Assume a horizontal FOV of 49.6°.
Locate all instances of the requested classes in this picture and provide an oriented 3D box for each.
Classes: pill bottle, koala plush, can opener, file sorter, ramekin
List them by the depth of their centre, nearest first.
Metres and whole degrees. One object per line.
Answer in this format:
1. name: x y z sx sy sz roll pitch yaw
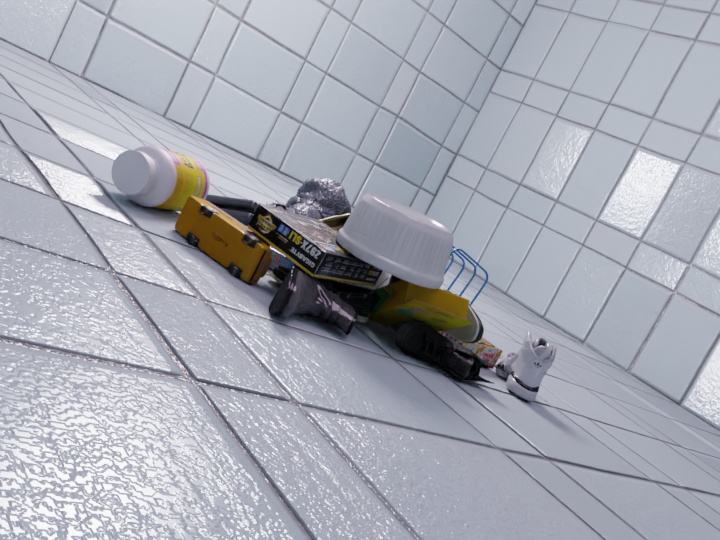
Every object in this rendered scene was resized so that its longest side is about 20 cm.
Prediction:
1. ramekin: 0.065 -0.056 1.308 0.200 0.095 0.202 24 10 -5
2. pill bottle: -0.351 -0.161 1.370 0.103 0.105 0.200 30 8 12
3. can opener: -0.217 -0.104 1.507 0.197 0.053 0.067 11 -28 8
4. koala plush: -0.117 -0.098 1.630 0.176 0.185 0.200 32 21 11
5. file sorter: 0.165 -0.001 1.725 0.138 0.123 0.200 36 -1 -33

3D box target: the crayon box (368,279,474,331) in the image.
1. crayon box: 0.101 0.065 1.360 0.126 0.051 0.199 21 -18 -21

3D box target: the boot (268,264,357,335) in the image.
1. boot: -0.061 0.052 1.173 0.131 0.070 0.200 33 11 -4

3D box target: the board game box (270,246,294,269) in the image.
1. board game box: -0.137 -0.020 1.469 0.198 0.037 0.151 30 7 1

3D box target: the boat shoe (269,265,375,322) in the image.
1. boat shoe: -0.059 0.024 1.344 0.198 0.067 0.075 26 9 -18

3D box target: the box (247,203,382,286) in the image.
1. box: -0.070 -0.040 1.298 0.159 0.050 0.199 37 13 27

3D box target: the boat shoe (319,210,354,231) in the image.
1. boat shoe: -0.030 -0.075 1.520 0.198 0.063 0.074 -16 63 -31

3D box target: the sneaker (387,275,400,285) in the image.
1. sneaker: 0.092 0.009 1.485 0.072 0.202 0.085 16 32 16

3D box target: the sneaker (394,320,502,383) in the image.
1. sneaker: 0.152 0.145 1.339 0.104 0.061 0.199 29 2 42

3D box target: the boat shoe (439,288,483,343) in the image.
1. boat shoe: 0.189 0.084 1.477 0.067 0.073 0.200 18 10 -22

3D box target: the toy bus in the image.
1. toy bus: -0.218 -0.050 1.270 0.199 0.066 0.078 32 7 30

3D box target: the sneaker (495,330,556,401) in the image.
1. sneaker: 0.333 0.180 1.554 0.074 0.116 0.200 28 7 -2

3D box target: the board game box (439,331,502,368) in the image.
1. board game box: 0.178 0.132 1.573 0.151 0.047 0.199 34 10 37

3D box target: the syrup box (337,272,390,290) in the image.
1. syrup box: 0.000 0.000 1.490 0.079 0.081 0.200 52 5 18
